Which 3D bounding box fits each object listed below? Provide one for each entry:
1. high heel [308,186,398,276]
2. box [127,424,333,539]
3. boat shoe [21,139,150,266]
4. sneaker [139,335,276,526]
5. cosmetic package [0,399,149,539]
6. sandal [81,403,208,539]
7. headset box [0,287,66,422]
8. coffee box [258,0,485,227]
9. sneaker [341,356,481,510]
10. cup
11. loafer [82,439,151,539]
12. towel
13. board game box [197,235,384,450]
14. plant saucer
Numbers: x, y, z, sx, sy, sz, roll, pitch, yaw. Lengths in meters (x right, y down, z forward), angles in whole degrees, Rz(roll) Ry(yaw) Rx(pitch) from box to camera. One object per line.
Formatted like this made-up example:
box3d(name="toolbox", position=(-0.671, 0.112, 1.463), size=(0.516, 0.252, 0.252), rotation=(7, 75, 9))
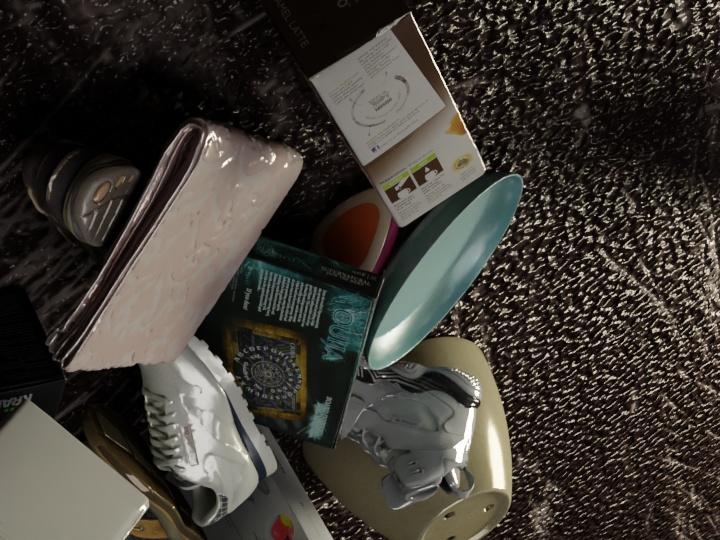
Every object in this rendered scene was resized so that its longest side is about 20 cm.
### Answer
box3d(name="high heel", position=(0.000, 0.000, 1.413), size=(0.096, 0.068, 0.200), rotation=(-14, 150, -45))
box3d(name="box", position=(-0.130, 0.242, 1.526), size=(0.041, 0.156, 0.200), rotation=(11, 127, -50))
box3d(name="boat shoe", position=(-0.177, -0.048, 1.181), size=(0.075, 0.073, 0.200), rotation=(-55, 168, -10))
box3d(name="sneaker", position=(-0.137, 0.119, 1.378), size=(0.080, 0.076, 0.201), rotation=(-41, 126, -20))
box3d(name="cosmetic package", position=(-0.270, 0.227, 1.159), size=(0.200, 0.123, 0.200), rotation=(-48, -177, 25))
box3d(name="sandal", position=(-0.181, 0.187, 1.411), size=(0.054, 0.081, 0.201), rotation=(-30, 137, -2))
box3d(name="headset box", position=(-0.326, 0.123, 1.259), size=(0.173, 0.093, 0.201), rotation=(-9, 141, -32))
box3d(name="coffee box", position=(0.006, -0.135, 1.180), size=(0.079, 0.115, 0.200), rotation=(-32, 148, 1))
box3d(name="sneaker", position=(0.011, 0.140, 1.499), size=(0.198, 0.116, 0.075), rotation=(6, 153, -12))
box3d(name="cup", position=(0.063, 0.183, 1.624), size=(0.199, 0.144, 0.201), rotation=(-22, 146, -15))
box3d(name="loafer", position=(-0.224, 0.222, 1.499), size=(0.069, 0.070, 0.201), rotation=(-3, 137, -25))
box3d(name="towel", position=(-0.126, -0.016, 1.206), size=(0.192, 0.032, 0.200), rotation=(-56, 167, 7))
box3d(name="board game box", position=(-0.064, 0.057, 1.380), size=(0.134, 0.028, 0.201), rotation=(19, 138, 3))
box3d(name="plant saucer", position=(0.062, -0.005, 1.423), size=(0.200, 0.027, 0.200), rotation=(-47, 164, -17))
